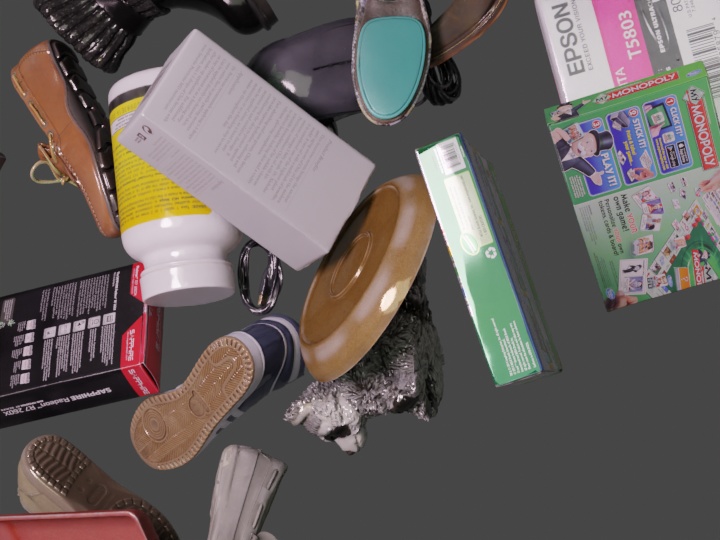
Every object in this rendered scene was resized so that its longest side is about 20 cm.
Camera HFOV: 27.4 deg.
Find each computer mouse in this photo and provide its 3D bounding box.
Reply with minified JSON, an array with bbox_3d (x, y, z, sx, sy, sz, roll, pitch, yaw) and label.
[{"bbox_3d":[-0.068,-0.056,1.362,0.058,0.034,0.202,20,86,-2],"label":"computer mouse"},{"bbox_3d":[-0.017,-0.189,1.331,0.198,0.053,0.140,-22,85,-5],"label":"computer mouse"}]

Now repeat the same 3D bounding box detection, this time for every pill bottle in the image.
[{"bbox_3d":[-0.166,-0.074,1.341,0.111,0.112,0.202,-10,78,12],"label":"pill bottle"}]

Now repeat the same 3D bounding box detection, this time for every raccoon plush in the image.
[{"bbox_3d":[0.001,0.062,1.327,0.133,0.097,0.202,-4,74,20],"label":"raccoon plush"}]

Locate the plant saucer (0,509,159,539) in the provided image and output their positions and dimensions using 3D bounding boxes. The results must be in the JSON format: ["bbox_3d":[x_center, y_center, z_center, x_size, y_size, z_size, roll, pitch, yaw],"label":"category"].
[{"bbox_3d":[-0.229,0.293,1.322,0.198,0.037,0.201,-8,112,32],"label":"plant saucer"}]

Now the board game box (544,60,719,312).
[{"bbox_3d":[0.245,-0.066,1.239,0.133,0.029,0.201,-16,124,10],"label":"board game box"}]

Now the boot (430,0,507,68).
[{"bbox_3d":[0.097,-0.270,1.270,0.097,0.075,0.200,38,117,-14],"label":"boot"}]

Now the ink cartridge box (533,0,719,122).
[{"bbox_3d":[0.250,-0.181,1.284,0.163,0.075,0.202,-16,84,10],"label":"ink cartridge box"}]

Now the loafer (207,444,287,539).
[{"bbox_3d":[-0.104,0.247,1.303,0.069,0.070,0.202,11,55,-5],"label":"loafer"}]

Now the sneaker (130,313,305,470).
[{"bbox_3d":[-0.126,0.110,1.360,0.070,0.108,0.200,54,128,8],"label":"sneaker"}]

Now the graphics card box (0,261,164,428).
[{"bbox_3d":[-0.280,0.072,1.369,0.198,0.051,0.126,-13,49,10],"label":"graphics card box"}]

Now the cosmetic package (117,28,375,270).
[{"bbox_3d":[-0.097,-0.102,1.278,0.199,0.071,0.102,37,62,-14],"label":"cosmetic package"}]

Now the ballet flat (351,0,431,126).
[{"bbox_3d":[0.027,-0.220,1.289,0.071,0.072,0.203,-2,81,12],"label":"ballet flat"}]

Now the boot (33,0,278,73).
[{"bbox_3d":[-0.191,-0.244,1.381,0.211,0.079,0.158,39,88,23],"label":"boot"}]

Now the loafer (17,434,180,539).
[{"bbox_3d":[-0.241,0.238,1.371,0.200,0.076,0.068,46,134,2],"label":"loafer"}]

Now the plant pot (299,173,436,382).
[{"bbox_3d":[0.000,0.000,1.271,0.027,0.200,0.201,30,94,-18],"label":"plant pot"}]

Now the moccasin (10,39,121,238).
[{"bbox_3d":[-0.274,-0.118,1.398,0.077,0.074,0.203,-32,83,18],"label":"moccasin"}]

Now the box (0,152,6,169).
[{"bbox_3d":[-0.482,-0.092,1.394,0.199,0.164,0.167,29,93,12],"label":"box"}]

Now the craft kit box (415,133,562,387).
[{"bbox_3d":[0.112,-0.004,1.241,0.048,0.197,0.202,-20,82,13],"label":"craft kit box"}]
